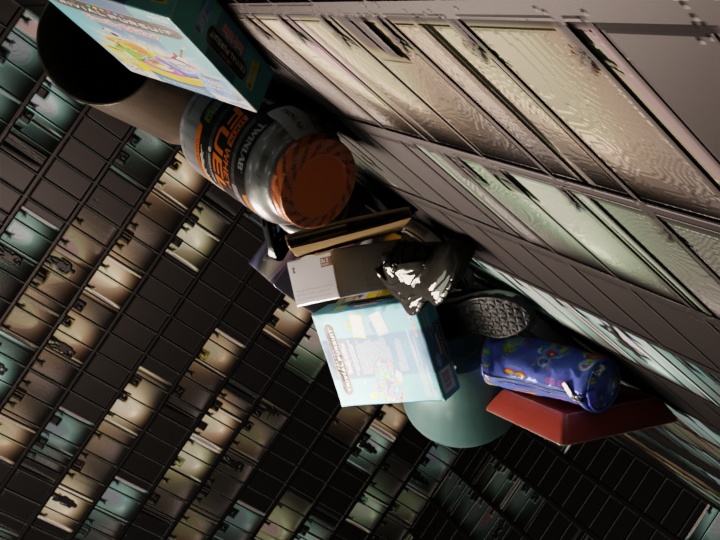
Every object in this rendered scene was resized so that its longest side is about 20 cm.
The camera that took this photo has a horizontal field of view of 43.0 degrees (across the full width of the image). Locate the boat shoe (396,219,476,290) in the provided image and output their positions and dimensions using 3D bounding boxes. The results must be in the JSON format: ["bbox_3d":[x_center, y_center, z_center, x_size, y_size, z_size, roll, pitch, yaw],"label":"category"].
[{"bbox_3d":[0.102,-0.006,1.312,0.070,0.064,0.200,34,178,37],"label":"boat shoe"}]

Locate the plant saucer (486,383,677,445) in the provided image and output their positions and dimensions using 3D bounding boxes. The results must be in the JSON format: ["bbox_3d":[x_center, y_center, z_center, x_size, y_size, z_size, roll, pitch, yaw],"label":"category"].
[{"bbox_3d":[0.311,0.190,1.307,0.197,0.037,0.199,-7,-171,-23],"label":"plant saucer"}]

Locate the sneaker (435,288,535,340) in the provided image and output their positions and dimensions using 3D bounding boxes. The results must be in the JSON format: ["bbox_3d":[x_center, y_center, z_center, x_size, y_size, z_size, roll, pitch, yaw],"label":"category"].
[{"bbox_3d":[0.172,0.047,1.308,0.199,0.083,0.072,-7,118,47],"label":"sneaker"}]

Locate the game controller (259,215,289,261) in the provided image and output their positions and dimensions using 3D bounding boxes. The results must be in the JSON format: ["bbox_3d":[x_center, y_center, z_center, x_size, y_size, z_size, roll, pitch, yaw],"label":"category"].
[{"bbox_3d":[-0.138,-0.117,1.378,0.105,0.042,0.203,-95,-6,-71],"label":"game controller"}]

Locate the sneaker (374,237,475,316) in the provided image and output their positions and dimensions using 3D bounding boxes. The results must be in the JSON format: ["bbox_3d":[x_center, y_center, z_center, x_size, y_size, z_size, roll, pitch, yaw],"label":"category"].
[{"bbox_3d":[0.073,-0.003,1.152,0.090,0.076,0.200,39,153,-6],"label":"sneaker"}]

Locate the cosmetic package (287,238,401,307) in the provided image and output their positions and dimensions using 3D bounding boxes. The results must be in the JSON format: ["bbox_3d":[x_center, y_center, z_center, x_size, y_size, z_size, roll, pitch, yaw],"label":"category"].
[{"bbox_3d":[0.000,0.000,1.348,0.199,0.075,0.101,-13,180,-45],"label":"cosmetic package"}]

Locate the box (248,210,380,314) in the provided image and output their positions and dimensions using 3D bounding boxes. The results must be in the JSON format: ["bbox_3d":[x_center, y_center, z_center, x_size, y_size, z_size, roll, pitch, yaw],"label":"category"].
[{"bbox_3d":[-0.080,-0.045,1.629,0.123,0.201,0.198,36,177,-23],"label":"box"}]

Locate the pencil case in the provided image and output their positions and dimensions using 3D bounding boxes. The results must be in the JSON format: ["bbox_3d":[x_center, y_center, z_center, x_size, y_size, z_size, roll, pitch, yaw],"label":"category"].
[{"bbox_3d":[0.254,0.138,1.252,0.198,0.086,0.079,11,121,43],"label":"pencil case"}]

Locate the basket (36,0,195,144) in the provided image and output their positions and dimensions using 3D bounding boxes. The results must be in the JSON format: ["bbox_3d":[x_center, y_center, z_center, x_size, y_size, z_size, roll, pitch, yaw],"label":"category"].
[{"bbox_3d":[-0.261,-0.237,1.103,0.180,0.137,0.200,36,-178,21],"label":"basket"}]

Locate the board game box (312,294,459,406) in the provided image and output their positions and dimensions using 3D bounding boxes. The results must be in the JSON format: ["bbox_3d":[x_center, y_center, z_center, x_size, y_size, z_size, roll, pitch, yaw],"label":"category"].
[{"bbox_3d":[0.035,0.117,1.345,0.198,0.047,0.153,-10,102,41],"label":"board game box"}]

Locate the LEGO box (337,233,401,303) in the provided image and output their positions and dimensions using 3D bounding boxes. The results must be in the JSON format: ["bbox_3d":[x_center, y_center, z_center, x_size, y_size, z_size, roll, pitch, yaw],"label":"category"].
[{"bbox_3d":[0.036,0.037,1.561,0.077,0.201,0.149,36,179,-23],"label":"LEGO box"}]

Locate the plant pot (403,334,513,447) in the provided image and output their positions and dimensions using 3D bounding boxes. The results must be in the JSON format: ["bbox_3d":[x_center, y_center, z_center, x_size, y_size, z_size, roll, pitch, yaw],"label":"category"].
[{"bbox_3d":[0.155,0.149,1.429,0.200,0.200,0.162,34,156,30],"label":"plant pot"}]

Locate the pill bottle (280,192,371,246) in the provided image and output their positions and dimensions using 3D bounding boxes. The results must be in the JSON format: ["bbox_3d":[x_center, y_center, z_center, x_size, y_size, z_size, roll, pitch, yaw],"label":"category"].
[{"bbox_3d":[-0.052,-0.083,1.415,0.114,0.115,0.200,34,178,22],"label":"pill bottle"}]

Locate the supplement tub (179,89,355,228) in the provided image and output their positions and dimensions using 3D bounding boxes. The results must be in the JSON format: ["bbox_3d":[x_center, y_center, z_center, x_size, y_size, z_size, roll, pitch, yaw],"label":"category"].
[{"bbox_3d":[-0.100,-0.127,0.986,0.199,0.123,0.122,33,178,44],"label":"supplement tub"}]

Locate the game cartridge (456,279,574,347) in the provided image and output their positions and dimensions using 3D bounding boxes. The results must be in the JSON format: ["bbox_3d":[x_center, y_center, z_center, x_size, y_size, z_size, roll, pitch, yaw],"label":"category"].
[{"bbox_3d":[0.236,0.072,1.392,0.129,0.039,0.200,32,-179,-37],"label":"game cartridge"}]

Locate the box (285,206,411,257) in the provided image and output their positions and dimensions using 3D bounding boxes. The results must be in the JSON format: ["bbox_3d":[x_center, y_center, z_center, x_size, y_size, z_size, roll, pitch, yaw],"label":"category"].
[{"bbox_3d":[-0.016,-0.051,1.236,0.200,0.161,0.022,107,148,-87],"label":"box"}]

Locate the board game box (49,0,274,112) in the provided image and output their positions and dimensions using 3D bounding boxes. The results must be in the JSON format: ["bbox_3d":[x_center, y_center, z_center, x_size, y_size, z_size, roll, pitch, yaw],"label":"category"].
[{"bbox_3d":[-0.181,-0.216,0.812,0.149,0.047,0.200,20,174,17],"label":"board game box"}]
